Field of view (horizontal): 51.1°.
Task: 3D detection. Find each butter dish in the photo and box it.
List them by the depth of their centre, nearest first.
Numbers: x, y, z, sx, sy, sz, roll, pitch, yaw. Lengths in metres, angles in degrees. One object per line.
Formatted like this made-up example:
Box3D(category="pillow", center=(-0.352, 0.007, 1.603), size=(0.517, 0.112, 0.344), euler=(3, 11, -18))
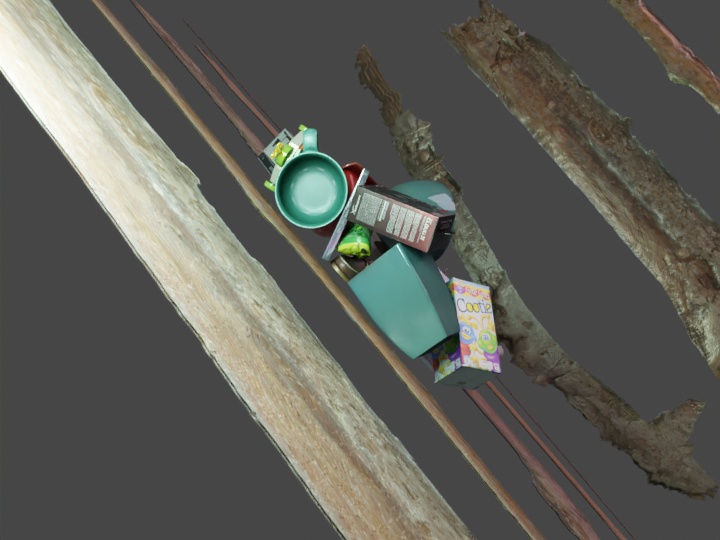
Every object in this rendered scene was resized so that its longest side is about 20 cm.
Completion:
Box3D(category="butter dish", center=(-0.052, -0.133, 1.742), size=(0.199, 0.198, 0.150), euler=(37, 35, -66))

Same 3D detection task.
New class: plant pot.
Box3D(category="plant pot", center=(0.104, 0.065, 1.516), size=(0.201, 0.141, 0.141), euler=(58, 24, 12))
Box3D(category="plant pot", center=(0.106, -0.120, 1.755), size=(0.133, 0.202, 0.201), euler=(8, 30, -35))

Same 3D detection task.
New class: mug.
Box3D(category="mug", center=(-0.091, -0.180, 1.567), size=(0.151, 0.186, 0.114), euler=(31, 4, -2))

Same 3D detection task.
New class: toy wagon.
Box3D(category="toy wagon", center=(-0.152, -0.241, 1.646), size=(0.039, 0.156, 0.200), euler=(33, 6, 4))

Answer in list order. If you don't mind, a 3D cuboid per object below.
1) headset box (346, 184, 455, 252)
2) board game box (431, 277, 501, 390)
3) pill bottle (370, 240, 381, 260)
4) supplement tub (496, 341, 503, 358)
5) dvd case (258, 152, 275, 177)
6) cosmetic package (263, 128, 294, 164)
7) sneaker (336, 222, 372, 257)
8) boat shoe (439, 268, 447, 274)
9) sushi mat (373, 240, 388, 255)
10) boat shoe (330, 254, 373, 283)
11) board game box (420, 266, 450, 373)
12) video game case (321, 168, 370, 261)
Box3D(category="headset box", center=(0.092, -0.103, 1.506), size=(0.198, 0.078, 0.149), euler=(22, 14, 18))
Box3D(category="board game box", center=(0.217, 0.135, 1.598), size=(0.104, 0.103, 0.202), euler=(13, 56, -26))
Box3D(category="pill bottle", center=(0.085, 0.024, 1.886), size=(0.200, 0.112, 0.112), euler=(47, 6, -12))
Box3D(category="supplement tub", center=(0.250, 0.179, 1.914), size=(0.200, 0.145, 0.145), euler=(50, 6, 20))
Box3D(category="dvd case", center=(-0.172, -0.203, 1.913), size=(0.200, 0.025, 0.150), euler=(52, 7, 36))
Box3D(category="cosmetic package", center=(-0.152, -0.256, 1.896), size=(0.200, 0.083, 0.051), euler=(49, 9, 17))
Box3D(category="sneaker", center=(-0.009, -0.075, 1.588), size=(0.073, 0.085, 0.200), euler=(9, 8, -3))
Box3D(category="boat shoe", center=(0.198, 0.022, 2.026), size=(0.204, 0.085, 0.075), euler=(62, 26, -3))
Box3D(category="sushi mat", center=(0.108, 0.004, 1.789), size=(0.095, 0.012, 0.201), euler=(8, 40, -46))
Box3D(category="boat shoe", center=(0.000, 0.000, 1.630), size=(0.071, 0.070, 0.200), euler=(54, 9, 23))
Box3D(category="board game box", center=(0.165, 0.104, 1.681), size=(0.200, 0.041, 0.200), euler=(46, 48, -1))
Box3D(category="video game case", center=(-0.029, -0.119, 1.579), size=(0.019, 0.202, 0.143), euler=(26, 6, -3))
